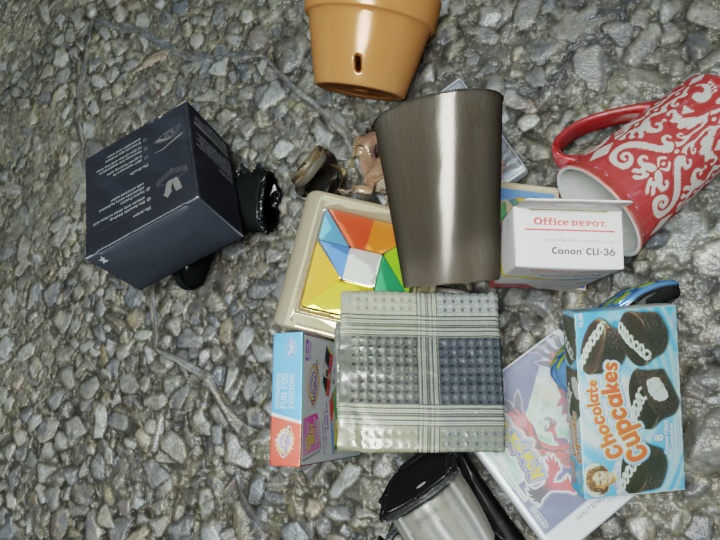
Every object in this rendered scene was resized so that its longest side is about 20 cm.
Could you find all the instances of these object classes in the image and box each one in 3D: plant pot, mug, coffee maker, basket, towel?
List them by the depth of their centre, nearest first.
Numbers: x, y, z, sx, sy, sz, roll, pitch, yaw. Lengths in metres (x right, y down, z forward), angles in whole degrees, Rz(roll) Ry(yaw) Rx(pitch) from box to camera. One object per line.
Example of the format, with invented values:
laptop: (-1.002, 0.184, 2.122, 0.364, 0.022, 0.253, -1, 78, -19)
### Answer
basket: (0.096, -0.084, 0.727, 0.180, 0.135, 0.202, -7, 87, 61)
towel: (0.067, 0.115, 0.732, 0.198, 0.035, 0.194, 2, 70, -1)
coffee maker: (0.131, 0.310, 0.738, 0.134, 0.192, 0.201, -35, 89, 32)
mug: (0.344, -0.147, 0.753, 0.200, 0.133, 0.178, -38, 79, -3)
plant pot: (0.008, -0.332, 0.915, 0.199, 0.200, 0.141, 13, 99, 23)

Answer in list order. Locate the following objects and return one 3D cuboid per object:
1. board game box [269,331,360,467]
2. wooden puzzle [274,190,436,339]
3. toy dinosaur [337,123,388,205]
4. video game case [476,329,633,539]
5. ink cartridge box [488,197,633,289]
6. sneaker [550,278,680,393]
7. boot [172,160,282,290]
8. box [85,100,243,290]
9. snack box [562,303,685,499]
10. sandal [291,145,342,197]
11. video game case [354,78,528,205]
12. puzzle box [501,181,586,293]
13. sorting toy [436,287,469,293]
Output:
board game box: (-0.051, 0.167, 0.808, 0.040, 0.200, 0.155, -5, 76, 19)
wooden puzzle: (0.000, 0.000, 0.801, 0.198, 0.037, 0.187, 12, 80, 11)
toy dinosaur: (0.056, -0.143, 0.882, 0.198, 0.086, 0.137, 17, 78, 18)
video game case: (0.236, 0.199, 0.750, 0.182, 0.023, 0.200, -34, 67, -10)
ink cartridge box: (0.217, -0.025, 0.704, 0.115, 0.200, 0.068, 1, 80, 3)
sneaker: (0.312, 0.083, 0.747, 0.199, 0.071, 0.083, -41, 87, -16)
boot: (-0.211, -0.070, 0.992, 0.161, 0.073, 0.200, -3, 71, 23)
box: (-0.298, -0.111, 0.941, 0.195, 0.117, 0.201, -25, 56, 13)
snack box: (0.287, 0.141, 0.684, 0.115, 0.037, 0.202, -4, 91, -4)
sandal: (-0.052, -0.133, 0.889, 0.054, 0.200, 0.082, 36, 91, -2)
video game case: (0.111, -0.156, 0.916, 0.199, 0.023, 0.183, -34, 69, 10)
puzzle box: (0.199, -0.048, 0.824, 0.198, 0.025, 0.134, 7, 81, 3)
sorting toy: (0.074, 0.101, 0.836, 0.178, 0.107, 0.202, -6, 76, 13)
